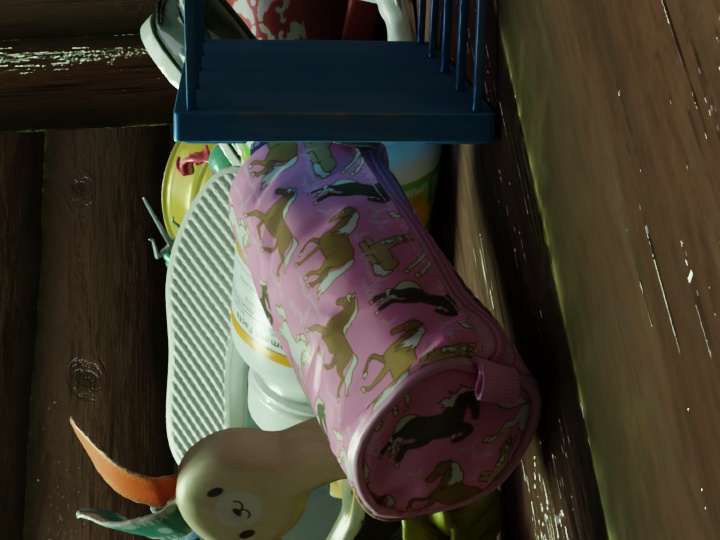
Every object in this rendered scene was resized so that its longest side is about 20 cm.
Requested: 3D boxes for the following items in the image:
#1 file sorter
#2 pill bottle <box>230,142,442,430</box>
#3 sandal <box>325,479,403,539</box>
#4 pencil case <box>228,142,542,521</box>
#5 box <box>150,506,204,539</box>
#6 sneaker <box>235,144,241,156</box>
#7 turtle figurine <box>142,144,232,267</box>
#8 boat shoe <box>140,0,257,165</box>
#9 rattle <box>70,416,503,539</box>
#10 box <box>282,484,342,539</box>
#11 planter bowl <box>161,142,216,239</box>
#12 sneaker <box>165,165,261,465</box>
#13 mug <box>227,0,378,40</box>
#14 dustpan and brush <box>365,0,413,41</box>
[{"bbox_3d":[-0.017,-0.142,0.646,0.200,0.137,0.124,-106,17,-71],"label":"file sorter"},{"bbox_3d":[-0.019,0.000,0.784,0.112,0.110,0.202,-100,15,-56],"label":"pill bottle"},{"bbox_3d":[0.010,0.123,0.813,0.054,0.080,0.201,58,154,33],"label":"sandal"},{"bbox_3d":[0.004,0.014,0.575,0.201,0.082,0.087,-119,18,-49],"label":"pencil case"},{"bbox_3d":[-0.048,0.233,0.957,0.040,0.136,0.202,104,143,-79],"label":"box"},{"bbox_3d":[0.001,-0.101,0.928,0.200,0.098,0.071,-4,-108,-65],"label":"sneaker"},{"bbox_3d":[-0.071,-0.042,1.058,0.200,0.148,0.102,41,-135,-48],"label":"turtle figurine"},{"bbox_3d":[-0.078,-0.124,0.979,0.060,0.200,0.076,-42,3,33],"label":"boat shoe"},{"bbox_3d":[-0.032,0.135,0.576,0.131,0.198,0.144,124,154,-44],"label":"rattle"},{"bbox_3d":[-0.032,0.152,0.929,0.041,0.154,0.202,92,173,-72],"label":"box"},{"bbox_3d":[-0.065,-0.060,1.172,0.083,0.198,0.202,44,142,51],"label":"planter bowl"},{"bbox_3d":[-0.079,0.032,0.886,0.082,0.073,0.202,-4,-74,-60],"label":"sneaker"},{"bbox_3d":[-0.047,-0.200,1.053,0.178,0.132,0.203,138,125,-87],"label":"mug"},{"bbox_3d":[0.010,-0.193,0.846,0.140,0.056,0.203,98,174,-76],"label":"dustpan and brush"}]
